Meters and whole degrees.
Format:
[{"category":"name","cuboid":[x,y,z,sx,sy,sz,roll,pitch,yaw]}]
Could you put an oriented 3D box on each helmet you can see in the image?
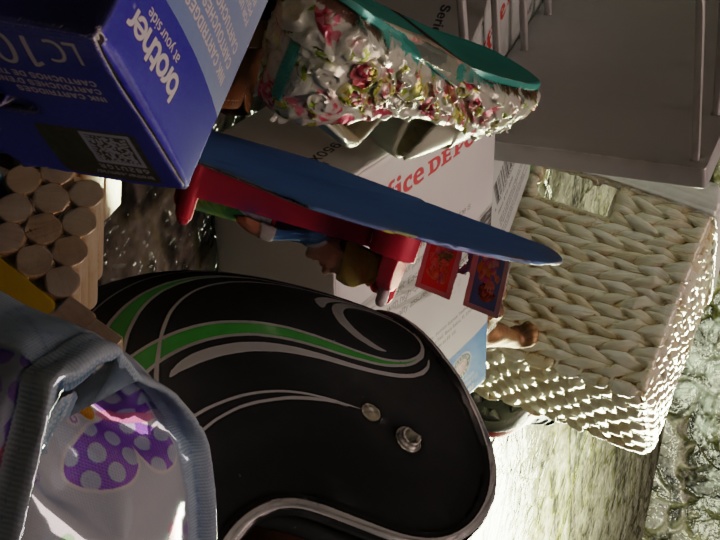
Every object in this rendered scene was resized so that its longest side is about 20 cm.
[{"category":"helmet","cuboid":[-0.064,0.097,0.576,0.190,0.200,0.201,-5,113,-25]}]

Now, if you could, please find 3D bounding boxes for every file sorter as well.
[{"category":"file sorter","cuboid":[0.147,-0.158,0.861,0.200,0.138,0.125,-55,148,-46]}]

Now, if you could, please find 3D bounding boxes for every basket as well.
[{"category":"basket","cuboid":[0.147,0.015,1.137,0.200,0.197,0.161,57,53,-69]}]

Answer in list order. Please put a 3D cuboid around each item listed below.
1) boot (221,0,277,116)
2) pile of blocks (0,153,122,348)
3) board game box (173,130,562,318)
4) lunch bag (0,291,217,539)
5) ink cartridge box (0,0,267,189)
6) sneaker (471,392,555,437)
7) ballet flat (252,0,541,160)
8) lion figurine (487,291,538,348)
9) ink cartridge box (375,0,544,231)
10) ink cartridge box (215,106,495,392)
[{"category":"boot","cuboid":[-0.068,-0.146,0.622,0.200,0.076,0.156,10,97,-79]},{"category":"pile of blocks","cuboid":[-0.115,-0.020,0.515,0.062,0.082,0.201,105,-14,-56]},{"category":"board game box","cuboid":[-0.022,-0.018,0.622,0.158,0.199,0.039,6,103,-55]},{"category":"lunch bag","cuboid":[-0.133,0.083,0.403,0.127,0.169,0.201,-45,145,-51]},{"category":"ink cartridge box","cuboid":[-0.093,-0.107,0.448,0.076,0.136,0.201,65,41,-59]},{"category":"sneaker","cuboid":[0.144,0.107,1.377,0.200,0.071,0.098,-47,143,-59]},{"category":"ballet flat","cuboid":[0.014,-0.084,0.700,0.200,0.076,0.064,8,117,-58]},{"category":"lion figurine","cuboid":[0.034,0.057,0.987,0.122,0.072,0.200,13,113,-51]},{"category":"ink cartridge box","cuboid":[0.059,-0.122,0.964,0.200,0.083,0.147,73,35,-57]},{"category":"ink cartridge box","cuboid":[0.000,0.000,0.828,0.144,0.084,0.201,-37,138,-42]}]
